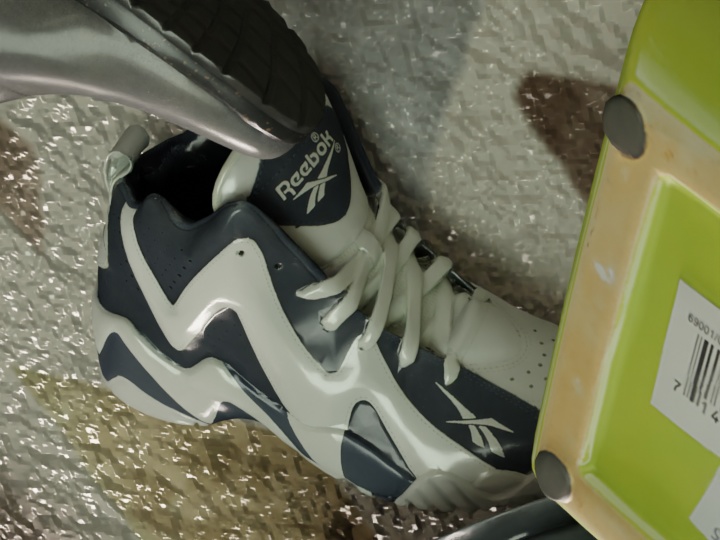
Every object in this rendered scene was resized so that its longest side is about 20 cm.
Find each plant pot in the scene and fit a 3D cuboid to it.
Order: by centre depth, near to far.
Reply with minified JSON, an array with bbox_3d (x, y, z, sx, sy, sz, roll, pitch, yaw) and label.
[{"bbox_3d":[0.164,0.011,0.663,0.200,0.181,0.199,42,140,32],"label":"plant pot"}]

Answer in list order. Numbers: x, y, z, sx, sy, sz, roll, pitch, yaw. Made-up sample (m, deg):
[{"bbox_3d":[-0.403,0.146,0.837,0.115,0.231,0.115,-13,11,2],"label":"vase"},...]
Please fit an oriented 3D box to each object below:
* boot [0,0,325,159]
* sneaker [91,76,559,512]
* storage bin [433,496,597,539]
[{"bbox_3d":[-0.121,-0.060,0.785,0.200,0.070,0.132,30,116,-4],"label":"boot"},{"bbox_3d":[0.000,0.000,0.831,0.199,0.080,0.130,17,138,21],"label":"sneaker"},{"bbox_3d":[0.045,0.158,0.849,0.200,0.145,0.135,-30,76,42],"label":"storage bin"}]
